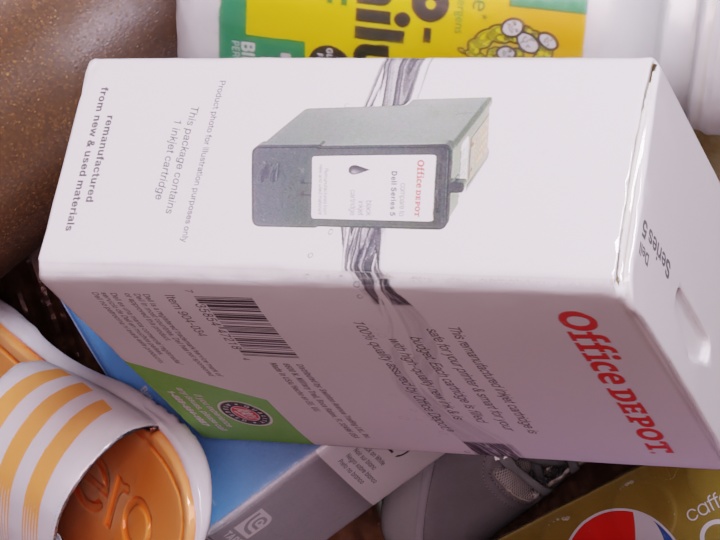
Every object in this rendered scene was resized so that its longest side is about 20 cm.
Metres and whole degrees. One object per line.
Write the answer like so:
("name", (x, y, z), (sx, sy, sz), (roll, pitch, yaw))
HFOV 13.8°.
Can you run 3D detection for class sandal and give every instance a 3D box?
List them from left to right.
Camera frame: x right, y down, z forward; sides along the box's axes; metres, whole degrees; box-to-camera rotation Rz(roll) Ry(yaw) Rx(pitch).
("sandal", (-0.130, 0.067, 1.104), (0.207, 0.059, 0.079), (31, 115, 46))

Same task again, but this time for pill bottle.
("pill bottle", (0.046, -0.097, 1.008), (0.200, 0.113, 0.113), (8, 91, 7))

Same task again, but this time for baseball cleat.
("baseball cleat", (0.090, 0.043, 1.121), (0.200, 0.070, 0.106), (-53, 44, 3))

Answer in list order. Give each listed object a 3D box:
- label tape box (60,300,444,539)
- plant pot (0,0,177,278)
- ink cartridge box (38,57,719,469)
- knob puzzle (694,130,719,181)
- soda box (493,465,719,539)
("label tape box", (0.000, 0.000, 1.118), (0.200, 0.066, 0.143), (-35, 58, 2))
("plant pot", (-0.164, -0.076, 1.105), (0.198, 0.200, 0.200), (-34, 88, -5))
("ink cartridge box", (0.018, -0.002, 0.988), (0.200, 0.146, 0.084), (2, 65, 23))
("knob puzzle", (0.136, -0.099, 1.129), (0.220, 0.030, 0.220), (-7, 72, 22))
("soda box", (0.136, 0.093, 1.093), (0.200, 0.064, 0.068), (-30, 79, 24))
